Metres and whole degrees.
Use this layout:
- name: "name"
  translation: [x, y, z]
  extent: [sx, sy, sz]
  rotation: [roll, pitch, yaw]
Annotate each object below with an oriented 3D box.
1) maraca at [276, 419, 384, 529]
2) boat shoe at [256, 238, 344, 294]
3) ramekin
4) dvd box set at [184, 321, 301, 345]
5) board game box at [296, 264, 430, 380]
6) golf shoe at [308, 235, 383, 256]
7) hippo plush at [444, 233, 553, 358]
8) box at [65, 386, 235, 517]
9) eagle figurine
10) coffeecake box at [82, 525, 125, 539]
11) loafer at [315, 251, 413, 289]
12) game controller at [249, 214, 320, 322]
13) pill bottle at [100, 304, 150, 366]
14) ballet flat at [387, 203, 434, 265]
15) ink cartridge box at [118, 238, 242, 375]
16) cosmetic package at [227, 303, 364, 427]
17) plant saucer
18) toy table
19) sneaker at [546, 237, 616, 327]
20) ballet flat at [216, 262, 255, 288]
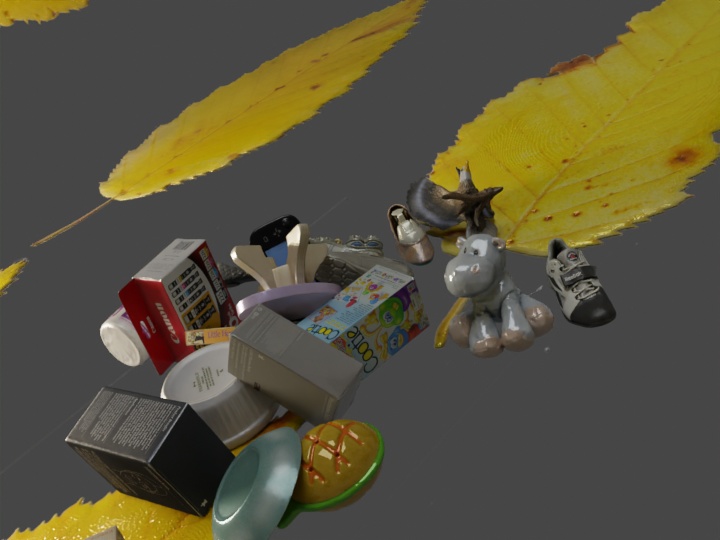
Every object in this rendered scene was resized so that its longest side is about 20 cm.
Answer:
- name: "maraca"
  translation: [-0.056, 0.278, 1.192]
  extent: [0.199, 0.107, 0.137]
  rotation: [-30, 27, 3]
- name: "boat shoe"
  translation: [-0.119, 0.001, 1.735]
  extent: [0.199, 0.064, 0.073]
  rotation: [-22, 29, 0]
- name: "ramekin"
  translation: [-0.238, 0.203, 1.447]
  extent: [0.200, 0.095, 0.203]
  rotation: [-16, 30, 9]
- name: "dvd box set"
  translation: [-0.191, 0.112, 1.555]
  extent: [0.198, 0.030, 0.146]
  rotation: [-6, -4, 25]
- name: "board game box"
  translation: [0.002, 0.095, 1.456]
  extent: [0.199, 0.104, 0.105]
  rotation: [-36, 32, -25]
- name: "golf shoe"
  translation: [-0.054, -0.014, 1.665]
  extent: [0.198, 0.098, 0.078]
  rotation: [-2, -9, 11]
- name: "hippo plush"
  translation: [0.219, 0.024, 1.372]
  extent: [0.158, 0.162, 0.200]
  rotation: [10, 42, 43]
- name: "box"
  translation: [-0.316, 0.271, 1.314]
  extent: [0.199, 0.149, 0.107]
  rotation: [4, 49, 37]
- name: "eagle figurine"
  translation: [0.197, -0.140, 1.698]
  extent: [0.152, 0.151, 0.200]
  rotation: [-58, 17, -9]
- name: "coffeecake box"
  translation: [-0.376, 0.457, 1.139]
  extent: [0.152, 0.074, 0.200]
  rotation: [-23, 30, -4]
- name: "loafer"
  translation: [0.000, 0.000, 1.604]
  extent: [0.198, 0.070, 0.070]
  rotation: [13, 30, -1]
- name: "game controller"
  translation: [-0.127, 0.000, 1.625]
  extent: [0.104, 0.201, 0.042]
  rotation: [-26, 0, -11]
- name: "pill bottle"
  translation: [-0.414, 0.089, 1.737]
  extent: [0.111, 0.113, 0.200]
  rotation: [3, 37, 36]
- name: "ballet flat"
  translation: [0.091, -0.077, 1.721]
  extent: [0.068, 0.068, 0.200]
  rotation: [-24, 30, -4]
- name: "ink cartridge box"
  translation: [-0.331, 0.073, 1.615]
  extent: [0.083, 0.201, 0.176]
  rotation: [3, 37, 36]
- name: "cosmetic package"
  translation: [-0.102, 0.152, 1.344]
  extent: [0.199, 0.107, 0.090]
  rotation: [30, 49, 16]
- name: "plant saucer"
  translation: [-0.155, 0.299, 1.188]
  extent: [0.201, 0.039, 0.202]
  rotation: [-45, 26, 28]
- name: "toy table"
  translation: [-0.128, 0.011, 1.493]
  extent: [0.199, 0.118, 0.183]
  rotation: [3, -27, -45]
- name: "sneaker"
  translation: [0.340, 0.015, 1.385]
  extent: [0.073, 0.089, 0.200]
  rotation: [-21, 31, -2]
- name: "ballet flat"
  translation: [-0.220, -0.007, 1.806]
  extent: [0.198, 0.057, 0.066]
  rotation: [-12, -11, 19]
